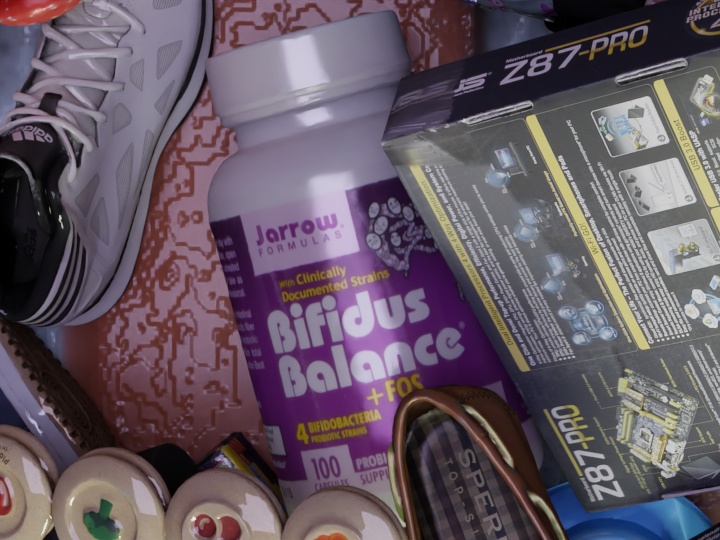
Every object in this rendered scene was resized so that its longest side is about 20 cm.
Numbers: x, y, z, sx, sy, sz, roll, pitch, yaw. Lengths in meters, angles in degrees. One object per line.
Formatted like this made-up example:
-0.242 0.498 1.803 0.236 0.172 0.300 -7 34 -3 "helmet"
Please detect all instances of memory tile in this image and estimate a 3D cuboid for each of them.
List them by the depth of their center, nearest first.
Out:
-0.074 0.145 0.939 0.199 0.017 0.154 7 105 23 "memory tile"

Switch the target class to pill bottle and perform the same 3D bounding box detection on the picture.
0.000 0.000 1.007 0.112 0.112 0.201 -15 93 7 "pill bottle"

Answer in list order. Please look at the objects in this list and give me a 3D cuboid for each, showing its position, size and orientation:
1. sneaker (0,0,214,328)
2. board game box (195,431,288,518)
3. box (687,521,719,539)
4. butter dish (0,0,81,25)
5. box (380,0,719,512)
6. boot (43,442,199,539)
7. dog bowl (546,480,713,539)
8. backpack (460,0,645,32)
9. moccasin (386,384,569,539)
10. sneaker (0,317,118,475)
-0.113 -0.070 1.012 0.075 0.115 0.202 13 95 5 "sneaker"
-0.054 0.199 1.057 0.165 0.057 0.200 -39 89 5 "board game box"
0.230 0.155 0.969 0.200 0.038 0.136 42 125 -21 "box"
-0.146 -0.168 0.956 0.198 0.200 0.149 -17 109 -2 "butter dish"
0.121 -0.003 0.923 0.160 0.049 0.201 -15 124 25 "box"
-0.102 0.185 1.007 0.138 0.077 0.201 -20 88 18 "boot"
0.117 0.182 1.040 0.111 0.050 0.201 -15 92 7 "dog bowl"
0.027 -0.188 0.984 0.199 0.127 0.168 11 99 8 "backpack"
0.062 0.136 0.896 0.073 0.078 0.203 -19 78 16 "moccasin"
-0.192 0.055 1.052 0.108 0.070 0.200 -41 82 3 "sneaker"
